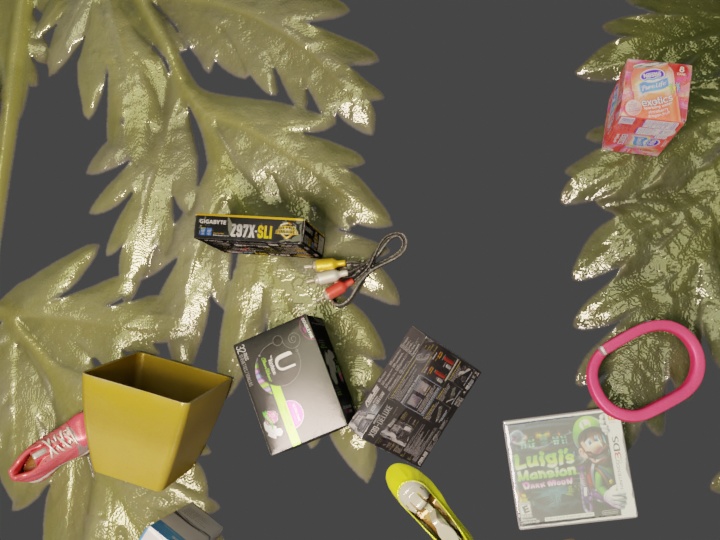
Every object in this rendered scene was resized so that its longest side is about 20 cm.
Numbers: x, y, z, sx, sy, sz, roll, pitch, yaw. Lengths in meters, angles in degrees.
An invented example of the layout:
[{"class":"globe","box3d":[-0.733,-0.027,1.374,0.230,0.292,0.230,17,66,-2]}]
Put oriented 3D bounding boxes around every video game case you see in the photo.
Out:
[{"class":"video game case","box3d":[0.353,0.335,1.310,0.197,0.023,0.184,-9,82,9]}]

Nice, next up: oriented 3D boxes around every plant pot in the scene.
[{"class":"plant pot","box3d":[-0.368,0.270,1.367,0.198,0.200,0.179,13,96,11]}]

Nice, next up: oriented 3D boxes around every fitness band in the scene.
[{"class":"fitness band","box3d":[0.477,0.166,1.292,0.198,0.037,0.145,-27,78,-2]}]

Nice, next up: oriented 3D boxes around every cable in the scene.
[{"class":"cable","box3d":[0.000,0.000,1.397,0.198,0.050,0.098,-23,81,8]}]

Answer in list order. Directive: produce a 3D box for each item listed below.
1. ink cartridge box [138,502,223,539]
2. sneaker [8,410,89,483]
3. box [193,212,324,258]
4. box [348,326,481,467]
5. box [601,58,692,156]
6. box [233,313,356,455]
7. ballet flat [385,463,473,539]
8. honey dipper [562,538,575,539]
[{"class":"ink cartridge box","box3d":[-0.332,0.498,1.322,0.083,0.200,0.146,32,89,10]},{"class":"sneaker","box3d":[-0.567,0.335,1.440,0.199,0.087,0.074,-38,80,4]},{"class":"box","box3d":[-0.177,-0.060,1.381,0.197,0.160,0.050,4,84,11]},{"class":"box","box3d":[0.094,0.217,1.306,0.201,0.157,0.050,-57,36,0]},{"class":"box","box3d":[0.466,-0.263,1.270,0.101,0.200,0.096,9,85,11]},{"class":"box","box3d":[-0.110,0.200,1.357,0.147,0.124,0.202,-23,79,7]},{"class":"ballet flat","box3d":[0.119,0.411,1.320,0.067,0.067,0.200,-44,78,3]},{"class":"honey dipper","box3d":[0.373,0.547,1.275,0.038,0.038,0.202,-20,82,7]}]
